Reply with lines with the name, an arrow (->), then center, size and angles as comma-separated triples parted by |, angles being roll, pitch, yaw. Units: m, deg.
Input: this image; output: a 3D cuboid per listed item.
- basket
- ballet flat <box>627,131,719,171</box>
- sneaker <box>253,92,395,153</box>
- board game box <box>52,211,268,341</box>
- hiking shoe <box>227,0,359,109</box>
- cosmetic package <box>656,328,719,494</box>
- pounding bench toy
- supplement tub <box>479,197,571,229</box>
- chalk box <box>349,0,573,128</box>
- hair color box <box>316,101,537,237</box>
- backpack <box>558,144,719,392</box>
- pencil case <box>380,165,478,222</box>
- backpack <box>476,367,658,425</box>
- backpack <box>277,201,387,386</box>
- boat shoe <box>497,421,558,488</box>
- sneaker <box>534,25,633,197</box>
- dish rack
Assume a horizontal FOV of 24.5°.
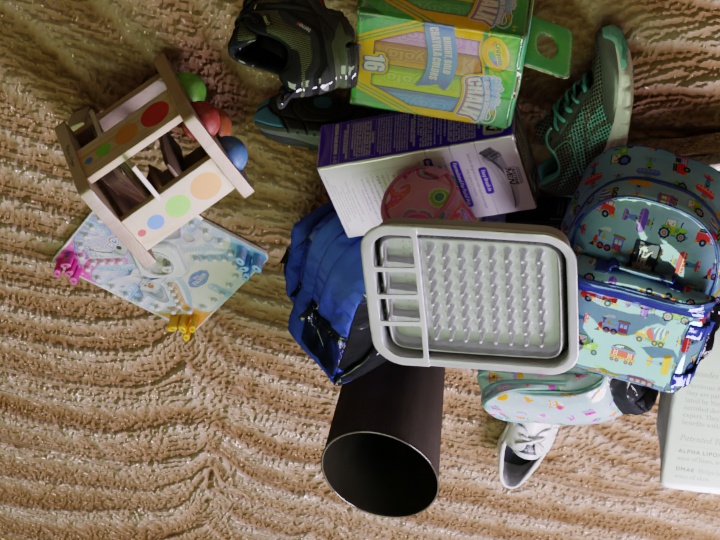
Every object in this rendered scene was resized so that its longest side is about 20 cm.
basket -> 0.036, 0.156, 1.943 | 0.135, 0.201, 0.181 | -1, 141, 14
ballet flat -> 0.321, -0.099, 1.666 | 0.198, 0.066, 0.071 | -12, 135, 27
sneaker -> -0.012, -0.131, 1.698 | 0.198, 0.074, 0.082 | 8, 137, 4
board game box -> -0.239, -0.007, 1.950 | 0.199, 0.026, 0.200 | 28, 139, -20
hiking shoe -> -0.082, -0.235, 1.496 | 0.100, 0.201, 0.076 | -21, 148, -21
cosmetic package -> 0.410, 0.118, 1.773 | 0.163, 0.165, 0.202 | 6, 108, 6
pounding bench toy -> -0.216, -0.139, 1.714 | 0.155, 0.201, 0.124 | -34, 133, 4
supplement tub -> 0.227, -0.016, 1.745 | 0.198, 0.123, 0.123 | 0, 141, 14
chalk box -> 0.098, -0.222, 1.523 | 0.198, 0.125, 0.124 | 8, 142, 2
hair color box -> 0.067, -0.102, 1.631 | 0.198, 0.065, 0.110 | -7, 140, 15
backpack -> 0.271, -0.009, 1.582 | 0.181, 0.135, 0.201 | 19, 125, 6
pencil case -> 0.094, -0.017, 1.623 | 0.087, 0.088, 0.200 | -11, 140, 26
backpack -> 0.231, 0.109, 1.892 | 0.198, 0.128, 0.167 | 0, 150, 21
backpack -> 0.000, 0.000, 1.778 | 0.168, 0.162, 0.201 | 45, 149, 17
boat shoe -> 0.215, 0.205, 2.068 | 0.073, 0.066, 0.201 | 10, 142, 1
sneaker -> 0.215, -0.145, 1.606 | 0.090, 0.078, 0.201 | 4, 127, 2
dish rack -> 0.105, 0.018, 1.538 | 0.198, 0.044, 0.173 | 4, 130, 14
